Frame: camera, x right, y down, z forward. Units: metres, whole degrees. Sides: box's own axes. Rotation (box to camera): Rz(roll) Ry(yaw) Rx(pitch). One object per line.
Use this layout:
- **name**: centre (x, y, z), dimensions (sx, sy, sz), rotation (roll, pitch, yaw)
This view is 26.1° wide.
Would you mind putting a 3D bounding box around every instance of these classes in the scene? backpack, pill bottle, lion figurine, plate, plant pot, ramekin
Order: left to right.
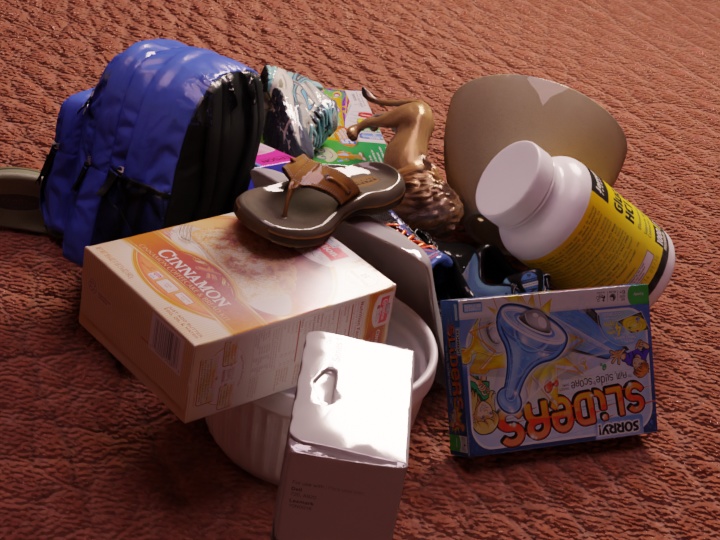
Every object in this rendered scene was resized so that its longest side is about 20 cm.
- **backpack**: centre (-0.183, -0.103, 1.356), dimensions (0.167, 0.202, 0.162), rotation (24, 20, 11)
- **ramekin**: centre (-0.040, 0.096, 1.307), dimensions (0.198, 0.106, 0.201), rotation (8, 31, -5)
- **plate**: centre (0.000, 0.000, 1.400), dimensions (0.199, 0.200, 0.032), rotation (29, 65, 28)
- **lion figurine**: centre (0.049, -0.121, 1.644), dimensions (0.122, 0.202, 0.072), rotation (-15, -25, 30)
- **plant pot**: centre (0.171, -0.095, 1.649), dimensions (0.198, 0.201, 0.135), rotation (16, 65, 8)
- **pill bottle**: centre (0.210, -0.040, 1.533), dimensions (0.199, 0.113, 0.113), rotation (34, 18, -31)

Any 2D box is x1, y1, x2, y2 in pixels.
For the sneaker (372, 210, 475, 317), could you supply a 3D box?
- **sneaker**: centre (0.055, -0.003, 1.463), dimensions (0.075, 0.079, 0.200), rotation (-36, 74, -30)

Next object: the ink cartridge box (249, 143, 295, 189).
- **ink cartridge box**: centre (-0.130, -0.104, 1.573), dimensions (0.094, 0.037, 0.199), rotation (-14, 29, -36)

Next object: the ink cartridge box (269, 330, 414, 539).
- **ink cartridge box**: centre (-0.018, 0.167, 1.098), dimensions (0.083, 0.202, 0.147), rotation (10, 31, -2)

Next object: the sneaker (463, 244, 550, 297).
- **sneaker**: centre (0.156, 0.046, 1.473), dimensions (0.078, 0.091, 0.200), rotation (-13, 39, -35)

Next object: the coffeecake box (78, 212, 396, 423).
- **coffeecake box**: centre (-0.097, 0.026, 1.227), dimensions (0.199, 0.074, 0.153), rotation (-16, 39, -39)

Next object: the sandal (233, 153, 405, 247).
- **sandal**: centre (-0.029, -0.069, 1.287), dimensions (0.081, 0.055, 0.199), rotation (31, 33, 32)

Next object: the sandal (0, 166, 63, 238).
- **sandal**: centre (-0.281, -0.059, 1.515), dimensions (0.199, 0.081, 0.057), rotation (-2, 26, -4)

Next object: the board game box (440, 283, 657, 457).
- **board game box**: centre (0.169, 0.086, 1.372), dimensions (0.198, 0.137, 0.034), rotation (-5, 1, -25)

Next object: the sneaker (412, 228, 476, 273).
- **sneaker**: centre (0.036, -0.019, 1.549), dimensions (0.198, 0.083, 0.073), rotation (0, 29, -22)

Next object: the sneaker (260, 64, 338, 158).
- **sneaker**: centre (-0.061, -0.168, 1.691), dimensions (0.085, 0.078, 0.201), rotation (6, 31, -15)

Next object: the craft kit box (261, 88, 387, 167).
- **craft kit box**: centre (-0.074, -0.151, 1.774), dimensions (0.195, 0.049, 0.201), rotation (0, 32, -14)
